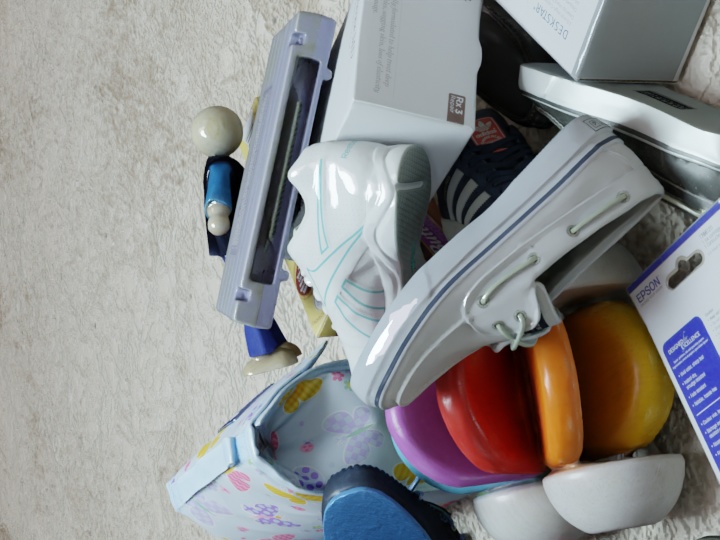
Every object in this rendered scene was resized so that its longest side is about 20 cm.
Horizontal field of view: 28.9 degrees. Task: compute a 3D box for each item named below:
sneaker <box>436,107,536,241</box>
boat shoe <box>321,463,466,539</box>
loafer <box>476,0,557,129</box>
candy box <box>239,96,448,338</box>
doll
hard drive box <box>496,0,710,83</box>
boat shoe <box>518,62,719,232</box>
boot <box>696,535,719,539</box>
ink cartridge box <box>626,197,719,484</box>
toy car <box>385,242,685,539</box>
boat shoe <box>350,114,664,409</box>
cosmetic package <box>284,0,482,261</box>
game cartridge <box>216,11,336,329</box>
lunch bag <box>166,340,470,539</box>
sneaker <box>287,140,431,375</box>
[{"bbox_3d":[0.088,-0.061,0.880,0.200,0.075,0.085,-171,68,-74],"label":"sneaker"},{"bbox_3d":[0.027,0.183,0.925,0.069,0.084,0.200,-88,-22,-44],"label":"boat shoe"},{"bbox_3d":[0.070,-0.159,0.948,0.200,0.072,0.073,54,137,45],"label":"loafer"},{"bbox_3d":[-0.007,-0.045,1.060,0.200,0.117,0.057,66,147,35],"label":"candy box"},{"bbox_3d":[-0.092,-0.025,1.052,0.136,0.048,0.200,-72,-32,-87],"label":"doll"},{"bbox_3d":[0.145,-0.231,0.792,0.156,0.077,0.200,57,140,44],"label":"hard drive box"},{"bbox_3d":[0.154,-0.073,0.798,0.200,0.071,0.064,37,125,53],"label":"boat shoe"},{"bbox_3d":[0.173,0.222,0.698,0.204,0.154,0.074,53,137,48],"label":"boot"},{"bbox_3d":[0.214,0.068,0.718,0.099,0.039,0.200,-53,52,52],"label":"ink cartridge box"},{"bbox_3d":[0.091,0.080,0.847,0.200,0.150,0.175,-34,63,59],"label":"toy car"},{"bbox_3d":[0.079,0.009,0.746,0.067,0.074,0.200,43,98,20],"label":"boat shoe"},{"bbox_3d":[0.010,-0.091,0.907,0.200,0.081,0.113,117,161,-57],"label":"cosmetic package"},{"bbox_3d":[-0.057,-0.064,0.929,0.130,0.038,0.200,-170,92,-83],"label":"game cartridge"},{"bbox_3d":[-0.025,0.131,1.023,0.170,0.200,0.127,-45,54,56],"label":"lunch bag"},{"bbox_3d":[0.000,0.000,0.872,0.080,0.070,0.201,12,130,18],"label":"sneaker"}]
